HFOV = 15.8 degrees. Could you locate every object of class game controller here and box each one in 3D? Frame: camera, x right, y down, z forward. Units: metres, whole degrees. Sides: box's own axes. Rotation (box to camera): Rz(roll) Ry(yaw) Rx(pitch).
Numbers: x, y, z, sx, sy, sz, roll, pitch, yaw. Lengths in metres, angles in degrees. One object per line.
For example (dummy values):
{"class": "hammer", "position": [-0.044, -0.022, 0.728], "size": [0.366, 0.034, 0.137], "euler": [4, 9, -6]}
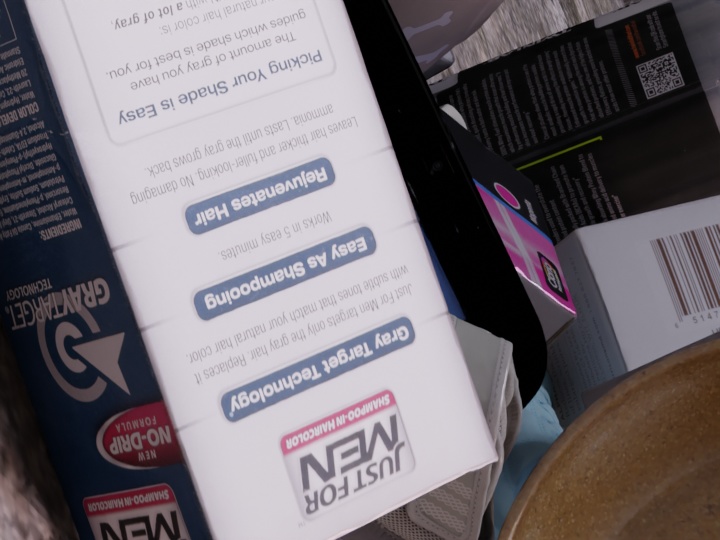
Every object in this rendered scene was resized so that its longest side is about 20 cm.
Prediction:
{"class": "game controller", "position": [-0.016, -0.014, 0.809], "size": [0.200, 0.104, 0.042], "euler": [62, -10, -31]}

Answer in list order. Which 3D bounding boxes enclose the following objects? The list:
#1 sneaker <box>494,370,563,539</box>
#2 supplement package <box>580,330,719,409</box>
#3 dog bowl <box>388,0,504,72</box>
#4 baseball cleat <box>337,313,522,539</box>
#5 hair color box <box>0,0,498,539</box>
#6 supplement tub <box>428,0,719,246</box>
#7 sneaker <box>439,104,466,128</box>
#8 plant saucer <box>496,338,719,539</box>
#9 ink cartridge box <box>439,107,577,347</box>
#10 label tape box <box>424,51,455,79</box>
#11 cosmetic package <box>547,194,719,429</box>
{"class": "sneaker", "position": [0.059, 0.086, 0.912], "size": [0.200, 0.082, 0.074], "euler": [-61, 157, -63]}
{"class": "supplement package", "position": [0.178, 0.126, 0.865], "size": [0.156, 0.111, 0.201], "euler": [21, 50, -49]}
{"class": "dog bowl", "position": [-0.032, -0.140, 0.875], "size": [0.200, 0.059, 0.200], "euler": [34, 22, -15]}
{"class": "baseball cleat", "position": [-0.015, 0.012, 0.753], "size": [0.200, 0.106, 0.070], "euler": [60, 28, -31]}
{"class": "hair color box", "position": [-0.047, -0.026, 0.661], "size": [0.100, 0.060, 0.201], "euler": [-22, 94, -40]}
{"class": "supplement tub", "position": [0.095, -0.043, 1.152], "size": [0.123, 0.199, 0.123], "euler": [-20, 90, -80]}
{"class": "sneaker", "position": [0.022, 0.001, 1.020], "size": [0.201, 0.086, 0.075], "euler": [-98, 165, -44]}
{"class": "plant saucer", "position": [0.134, 0.115, 0.752], "size": [0.035, 0.199, 0.201], "euler": [82, -7, -65]}
{"class": "ink cartridge box", "position": [-0.012, -0.051, 0.876], "size": [0.200, 0.037, 0.095], "euler": [35, 22, -25]}
{"class": "label tape box", "position": [-0.031, -0.139, 1.046], "size": [0.145, 0.063, 0.200], "euler": [64, 10, 4]}
{"class": "cosmetic package", "position": [0.100, 0.037, 1.052], "size": [0.200, 0.101, 0.074], "euler": [132, -58, -63]}
